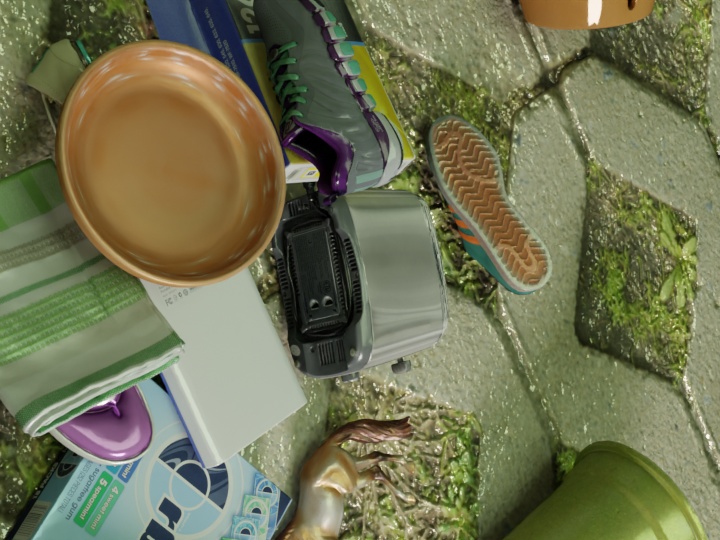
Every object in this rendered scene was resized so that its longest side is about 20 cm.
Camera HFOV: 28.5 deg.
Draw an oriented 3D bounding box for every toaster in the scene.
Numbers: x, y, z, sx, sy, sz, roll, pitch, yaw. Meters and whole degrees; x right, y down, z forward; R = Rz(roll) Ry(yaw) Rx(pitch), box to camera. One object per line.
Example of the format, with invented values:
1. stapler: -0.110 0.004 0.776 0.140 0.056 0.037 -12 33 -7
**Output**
1. toaster: 0.000 0.000 1.310 0.129 0.113 0.201 -6 83 -44

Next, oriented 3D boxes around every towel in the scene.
1. towel: -0.244 0.014 1.090 0.149 0.031 0.200 -27 75 -35

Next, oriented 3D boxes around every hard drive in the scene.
1. hard drive: -0.129 0.051 1.217 0.132 0.025 0.201 -31 100 -51

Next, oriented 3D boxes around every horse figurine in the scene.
1. horse figurine: -0.018 0.220 1.309 0.132 0.050 0.201 20 82 -20

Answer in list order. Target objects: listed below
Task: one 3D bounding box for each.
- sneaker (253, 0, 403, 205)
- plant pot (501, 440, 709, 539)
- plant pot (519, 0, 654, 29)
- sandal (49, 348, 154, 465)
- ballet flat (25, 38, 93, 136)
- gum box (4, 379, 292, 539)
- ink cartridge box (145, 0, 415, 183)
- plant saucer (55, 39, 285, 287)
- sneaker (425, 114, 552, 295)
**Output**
1. sneaker: -0.045 -0.152 1.188 0.087 0.074 0.200 -27 80 -39
2. plant pot: 0.223 0.304 1.440 0.184 0.200 0.201 -28 104 -26
3. plant pot: 0.239 -0.339 1.498 0.200 0.200 0.140 -26 119 -38
4. sandal: -0.233 0.067 1.114 0.082 0.050 0.203 -37 95 -27
5. ballet flat: -0.203 -0.094 1.161 0.069 0.069 0.200 -41 102 -34
6. gum box: -0.171 0.208 1.191 0.200 0.044 0.170 46 59 -29
7. ink cartridge box: -0.069 -0.170 1.260 0.200 0.047 0.198 -6 66 -42
8. plant saucer: -0.152 -0.082 1.124 0.200 0.037 0.201 11 71 -34
9. sneaker: 0.120 -0.061 1.451 0.071 0.080 0.200 -28 87 -16
